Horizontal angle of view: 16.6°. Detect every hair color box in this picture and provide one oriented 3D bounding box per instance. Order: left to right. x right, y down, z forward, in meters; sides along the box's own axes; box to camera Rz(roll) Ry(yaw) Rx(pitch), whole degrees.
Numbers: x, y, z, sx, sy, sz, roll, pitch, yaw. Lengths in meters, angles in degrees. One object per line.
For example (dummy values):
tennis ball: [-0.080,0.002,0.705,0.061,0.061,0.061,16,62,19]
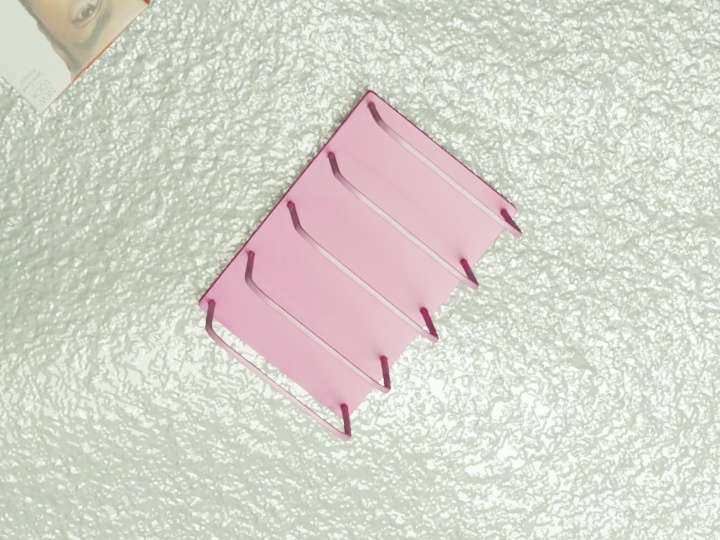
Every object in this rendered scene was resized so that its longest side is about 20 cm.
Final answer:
hair color box: [-0.254,-0.219,1.717,0.200,0.064,0.111,44,95,-10]

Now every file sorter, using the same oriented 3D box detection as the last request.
file sorter: [0.000,0.000,1.732,0.139,0.125,0.200,38,97,-8]
